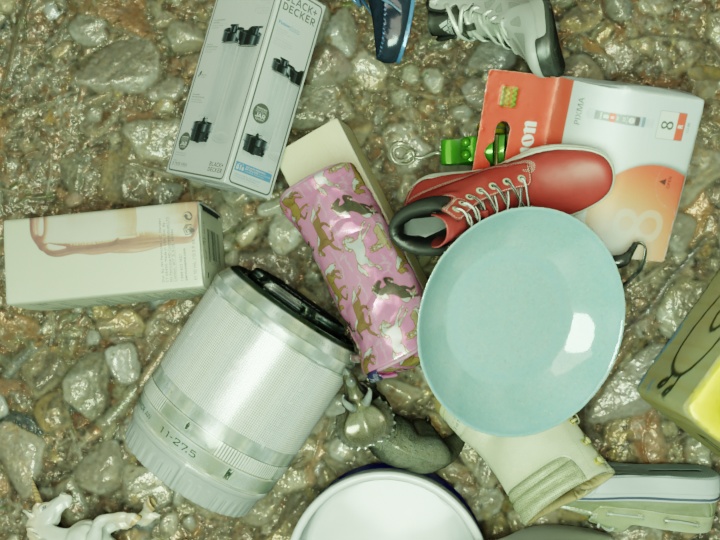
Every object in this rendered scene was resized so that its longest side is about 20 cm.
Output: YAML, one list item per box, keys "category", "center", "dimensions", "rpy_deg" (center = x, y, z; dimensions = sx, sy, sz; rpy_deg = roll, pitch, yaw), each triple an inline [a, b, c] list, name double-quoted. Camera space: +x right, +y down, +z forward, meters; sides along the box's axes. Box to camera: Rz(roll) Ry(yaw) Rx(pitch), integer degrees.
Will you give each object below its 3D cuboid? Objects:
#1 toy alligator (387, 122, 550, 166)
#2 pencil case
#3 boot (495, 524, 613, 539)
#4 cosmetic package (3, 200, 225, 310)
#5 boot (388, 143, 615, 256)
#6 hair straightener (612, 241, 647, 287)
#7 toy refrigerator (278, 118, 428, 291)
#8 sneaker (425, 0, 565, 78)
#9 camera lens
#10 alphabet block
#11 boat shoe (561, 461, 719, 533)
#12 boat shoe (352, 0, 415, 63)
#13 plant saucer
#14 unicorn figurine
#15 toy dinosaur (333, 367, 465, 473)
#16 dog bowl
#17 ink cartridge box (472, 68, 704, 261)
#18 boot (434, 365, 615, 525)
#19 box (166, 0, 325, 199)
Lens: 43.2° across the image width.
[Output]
- category: "toy alligator"
  center: [0.124, -0.120, 0.917]
  dimensions: [0.197, 0.054, 0.060]
  rpy_deg: [1, 87, 5]
- category: "pencil case"
  center: [0.000, 0.000, 0.835]
  dimensions: [0.086, 0.083, 0.202]
  rpy_deg: [-25, 80, -6]
- category: "boot"
  center: [0.161, 0.296, 0.845]
  dimensions: [0.198, 0.072, 0.092]
  rpy_deg: [2, 91, -38]
- category: "cosmetic package"
  center: [-0.244, -0.012, 0.923]
  dimensions: [0.197, 0.103, 0.088]
  rpy_deg: [-6, 85, 3]
- category: "boot"
  center: [0.128, -0.058, 0.813]
  dimensions: [0.198, 0.144, 0.073]
  rpy_deg: [-10, 105, 16]
- category: "hair straightener"
  center: [0.184, 0.011, 0.899]
  dimensions: [0.198, 0.077, 0.041]
  rpy_deg: [-18, 63, 19]
- category: "toy refrigerator"
  center: [-0.003, -0.043, 0.920]
  dimensions: [0.075, 0.070, 0.202]
  rpy_deg: [-28, 84, 10]
- category: "sneaker"
  center: [0.126, -0.228, 0.876]
  dimensions: [0.114, 0.202, 0.076]
  rpy_deg: [-17, 127, 10]
- category: "camera lens"
  center: [-0.112, 0.109, 0.874]
  dimensions: [0.159, 0.160, 0.201]
  rpy_deg: [34, 91, 6]
- category: "alphabet block"
  center: [0.393, 0.099, 0.808]
  dimensions: [0.196, 0.200, 0.196]
  rpy_deg: [35, 90, 6]
- category: "boat shoe"
  center: [0.249, 0.222, 0.881]
  dimensions: [0.197, 0.072, 0.063]
  rpy_deg: [2, 93, 4]
- category: "boat shoe"
  center: [0.017, -0.307, 0.929]
  dimensions: [0.068, 0.084, 0.202]
  rpy_deg: [4, 73, -13]
- category: "plant saucer"
  center: [0.137, 0.043, 0.799]
  dimensions: [0.199, 0.039, 0.204]
  rpy_deg: [-3, 101, -16]
- category: "unicorn figurine"
  center: [-0.255, 0.282, 0.919]
  dimensions: [0.136, 0.074, 0.201]
  rpy_deg: [-28, 91, 14]
- category: "toy dinosaur"
  center: [0.039, 0.162, 0.876]
  dimensions: [0.199, 0.102, 0.077]
  rpy_deg: [34, 97, -21]
- category: "dog bowl"
  center: [0.028, 0.293, 0.893]
  dimensions: [0.197, 0.079, 0.203]
  rpy_deg: [0, 87, 5]
- category: "ink cartridge box"
  center: [0.210, -0.100, 0.867]
  dimensions: [0.197, 0.050, 0.164]
  rpy_deg: [5, 111, -7]
- category: "boot"
  center: [0.190, 0.127, 0.854]
  dimensions: [0.199, 0.072, 0.155]
  rpy_deg: [-32, 59, -11]
- category: "box"
  center: [-0.116, -0.181, 0.911]
  dimensions: [0.116, 0.060, 0.202]
  rpy_deg: [13, 87, 47]
